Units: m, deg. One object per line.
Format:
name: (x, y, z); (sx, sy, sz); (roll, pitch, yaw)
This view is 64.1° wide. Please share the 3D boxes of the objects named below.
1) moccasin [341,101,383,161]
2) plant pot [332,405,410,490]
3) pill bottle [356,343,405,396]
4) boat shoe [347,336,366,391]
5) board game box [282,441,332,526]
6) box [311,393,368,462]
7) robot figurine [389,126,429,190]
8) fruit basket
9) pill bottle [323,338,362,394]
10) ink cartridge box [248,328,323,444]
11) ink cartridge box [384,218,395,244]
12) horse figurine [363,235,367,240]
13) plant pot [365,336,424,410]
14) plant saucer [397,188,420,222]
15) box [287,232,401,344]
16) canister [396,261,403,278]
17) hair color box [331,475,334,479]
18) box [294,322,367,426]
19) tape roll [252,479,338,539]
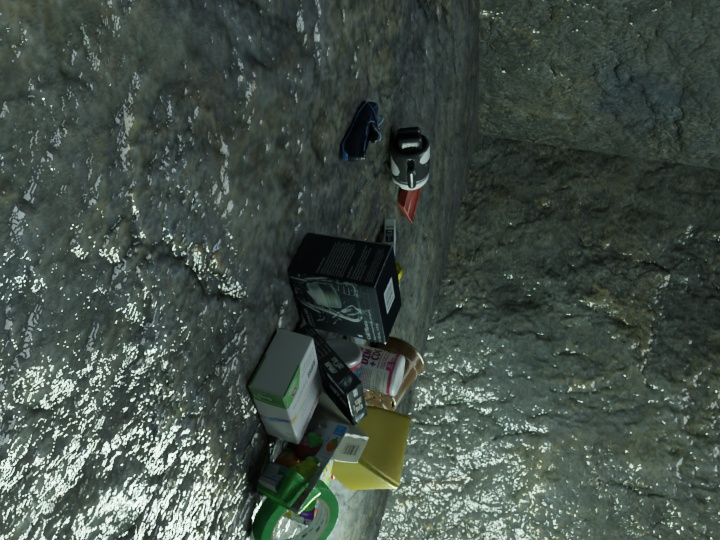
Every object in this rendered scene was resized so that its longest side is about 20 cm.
moccasin: (0.016, -0.327, 1.385); (0.081, 0.068, 0.201); (79, 27, -56)
plant pot: (-0.004, 0.474, 1.593); (0.176, 0.199, 0.201); (38, 50, -30)
pill bottle: (0.015, 0.266, 1.586); (0.113, 0.198, 0.114); (12, 90, -75)
boat shoe: (-0.027, 0.259, 1.691); (0.074, 0.065, 0.202); (35, 47, -66)
board game box: (-0.133, 0.503, 1.418); (0.105, 0.102, 0.202); (-37, 137, -67)
box: (-0.071, 0.359, 1.334); (0.082, 0.200, 0.069); (21, 96, -35)
robot figurine: (0.150, -0.341, 1.764); (0.150, 0.124, 0.201); (-48, 152, -28)
fruit basket: (-0.131, 0.403, 1.230); (0.094, 0.185, 0.201); (42, 63, -27)
pill bottle: (-0.061, 0.291, 1.492); (0.120, 0.119, 0.202); (-50, 149, -59)
ink cartridge box: (-0.149, 0.244, 1.197); (0.201, 0.083, 0.145); (85, 23, -48)
ink cartridge box: (0.094, -0.060, 1.836); (0.100, 0.039, 0.201); (85, 5, -49)
horse figurine: (0.000, 0.000, 1.590); (0.133, 0.049, 0.202); (116, -14, -64)
plant pot: (0.099, 0.373, 2.026); (0.199, 0.199, 0.201); (-55, 154, -39)
plant saucer: (0.179, -0.293, 2.066); (0.200, 0.036, 0.201); (39, 64, -74)
box: (-0.027, 0.038, 1.244); (0.201, 0.195, 0.124); (77, 31, -47)
canister: (0.058, 0.073, 1.756); (0.148, 0.086, 0.201); (-40, 151, -24)
hair color box: (-0.071, 0.507, 1.726); (0.201, 0.061, 0.102); (-62, 158, -43)
box: (-0.066, 0.234, 1.291); (0.043, 0.200, 0.161); (-34, 147, -20)
tape roll: (-0.146, 0.572, 1.317); (0.199, 0.048, 0.202); (-14, 115, -30)
